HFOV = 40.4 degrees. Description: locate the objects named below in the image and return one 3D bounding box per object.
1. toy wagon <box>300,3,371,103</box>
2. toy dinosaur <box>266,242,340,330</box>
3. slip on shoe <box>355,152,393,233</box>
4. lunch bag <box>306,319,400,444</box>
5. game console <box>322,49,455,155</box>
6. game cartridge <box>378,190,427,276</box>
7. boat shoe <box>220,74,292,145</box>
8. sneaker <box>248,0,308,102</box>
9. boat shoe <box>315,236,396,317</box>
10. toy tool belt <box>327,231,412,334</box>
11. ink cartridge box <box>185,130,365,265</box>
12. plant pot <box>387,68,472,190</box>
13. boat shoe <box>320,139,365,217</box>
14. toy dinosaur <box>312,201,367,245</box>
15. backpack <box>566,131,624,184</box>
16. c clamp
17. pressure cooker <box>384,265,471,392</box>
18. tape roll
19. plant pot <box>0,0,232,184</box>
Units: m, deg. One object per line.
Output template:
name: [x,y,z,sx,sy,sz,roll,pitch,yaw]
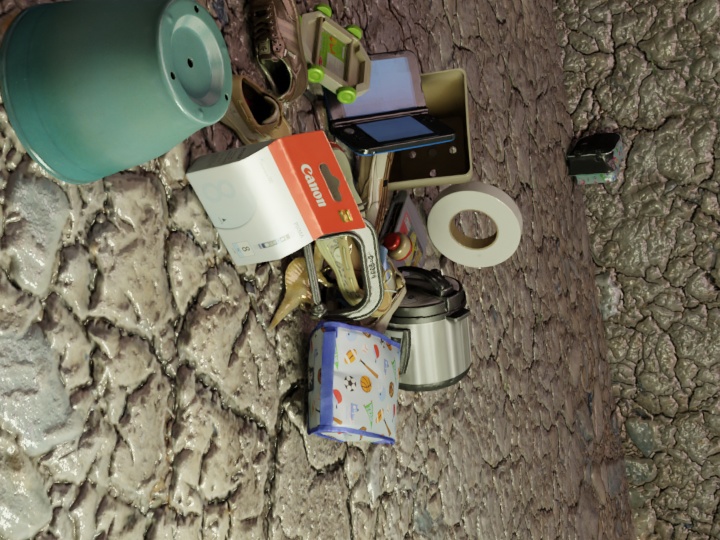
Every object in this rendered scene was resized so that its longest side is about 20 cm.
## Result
toy wagon: [-0.063,-0.370,1.617,0.199,0.039,0.157,28,50,-31]
toy dinosaur: [-0.089,0.033,1.501,0.201,0.058,0.101,-58,132,-25]
slip on shoe: [0.014,-0.143,1.749,0.076,0.060,0.203,-23,123,-76]
lunch bag: [-0.021,0.177,1.518,0.200,0.122,0.173,34,55,-66]
game console: [0.047,-0.292,1.686,0.198,0.171,0.120,-13,123,-25]
game cartridge: [0.082,-0.042,1.887,0.201,0.040,0.134,-70,148,-43]
boat shoe: [-0.147,-0.224,1.417,0.199,0.066,0.075,25,61,-61]
sneaker: [-0.130,-0.354,1.484,0.076,0.070,0.202,-53,130,-54]
boat shoe: [0.000,0.000,1.505,0.074,0.062,0.201,-57,130,-26]
toy tool belt: [0.013,0.008,1.621,0.123,0.124,0.202,39,69,-46]
ink cartridge box: [-0.112,-0.092,1.303,0.161,0.197,0.048,65,31,-32]
plant pot: [0.122,-0.246,1.863,0.177,0.197,0.203,31,55,-72]
boat shoe: [-0.041,-0.126,1.618,0.063,0.070,0.202,48,-23,50]
toy dinosaur: [-0.096,-0.083,1.523,0.199,0.105,0.184,-29,124,-27]
backpack: [0.804,-0.386,3.317,0.201,0.175,0.152,-56,134,-47]
c clamp: [-0.050,-0.004,1.443,0.027,0.169,0.202,-121,-166,-61]
pressure cooker: [0.105,0.090,1.725,0.179,0.173,0.203,-85,170,-70]
tape roll: [0.238,-0.094,2.037,0.204,0.200,0.037,64,31,-34]
plant pot: [-0.249,-0.207,1.060,0.200,0.186,0.203,25,62,-60]
